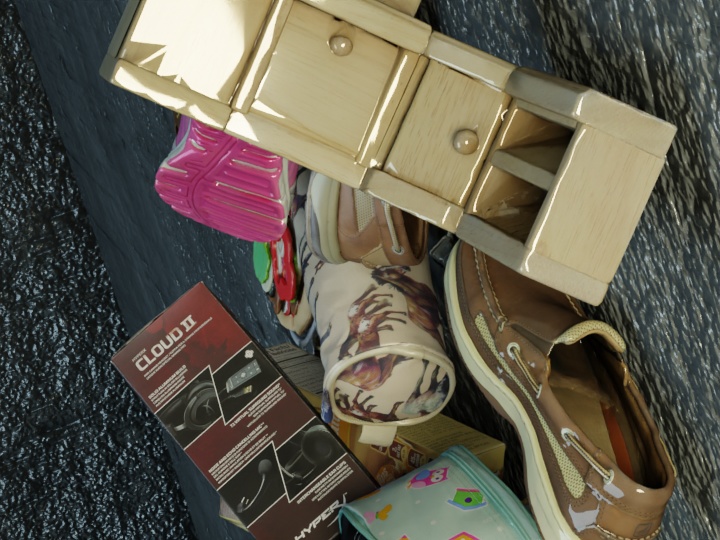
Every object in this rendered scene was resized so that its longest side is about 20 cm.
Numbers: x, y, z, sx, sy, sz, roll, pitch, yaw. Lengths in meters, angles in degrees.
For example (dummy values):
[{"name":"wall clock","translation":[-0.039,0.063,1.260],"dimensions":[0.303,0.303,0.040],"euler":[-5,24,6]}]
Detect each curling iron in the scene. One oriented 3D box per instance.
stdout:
[{"name":"curling iron","translation":[0.058,-0.008,1.434],"dimensions":[0.050,0.026,0.200],"euler":[39,-179,-5]}]

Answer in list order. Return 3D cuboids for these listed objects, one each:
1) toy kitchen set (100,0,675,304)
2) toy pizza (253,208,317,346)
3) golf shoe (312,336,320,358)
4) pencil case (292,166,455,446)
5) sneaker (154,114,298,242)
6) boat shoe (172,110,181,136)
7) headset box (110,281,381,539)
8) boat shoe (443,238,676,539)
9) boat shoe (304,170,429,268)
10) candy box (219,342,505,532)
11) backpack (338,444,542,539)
[{"name":"toy kitchen set","translation":[0.022,-0.111,1.106],"dimensions":[0.164,0.199,0.180],"euler":[-67,16,4]},{"name":"toy pizza","translation":[-0.047,-0.050,1.708],"dimensions":[0.200,0.032,0.201],"euler":[179,90,-79]},{"name":"golf shoe","translation":[0.019,0.105,1.731],"dimensions":[0.092,0.072,0.201],"euler":[97,150,-71]},{"name":"pencil case","translation":[0.000,0.000,1.518],"dimensions":[0.090,0.077,0.201],"euler":[-55,35,40]},{"name":"sneaker","translation":[-0.059,-0.090,1.440],"dimensions":[0.200,0.081,0.088],"euler":[108,-175,-57]},{"name":"boat shoe","translation":[-0.089,-0.100,1.599],"dimensions":[0.068,0.072,0.200],"euler":[-63,18,15]},{"name":"headset box","translation":[-0.055,0.107,1.544],"dimensions":[0.200,0.077,0.149],"euler":[49,177,27]},{"name":"boat shoe","translation":[0.104,0.047,1.262],"dimensions":[0.075,0.074,0.203],"euler":[-59,44,42]},{"name":"boat shoe","translation":[0.016,-0.091,1.412],"dimensions":[0.076,0.071,0.201],"euler":[-51,-30,-52]},{"name":"candy box","translation":[-0.002,0.134,1.649],"dimensions":[0.199,0.055,0.116],"euler":[22,115,40]},{"name":"backpack","translation":[0.076,0.193,1.397],"dimensions":[0.201,0.153,0.176],"euler":[60,173,-23]}]
